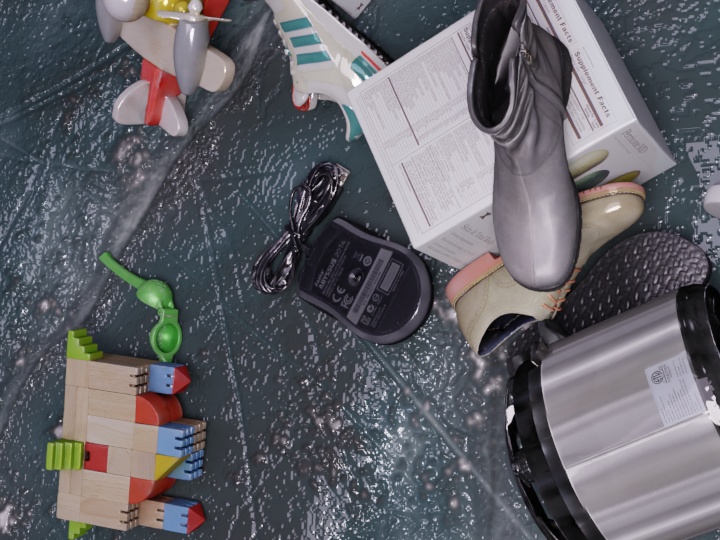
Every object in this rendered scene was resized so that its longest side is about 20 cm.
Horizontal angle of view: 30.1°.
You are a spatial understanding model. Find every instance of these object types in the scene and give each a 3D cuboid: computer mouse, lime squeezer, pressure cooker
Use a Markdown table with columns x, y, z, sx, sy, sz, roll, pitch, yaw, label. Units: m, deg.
| x | y | z | sx | sy | sz | roll | pitch | yaw | label |
| --- | --- | --- | --- | --- | --- | --- | --- | --- | --- |
| 0.000 | 0.000 | 1.203 | 0.199 | 0.053 | 0.139 | 35 | 95 | 39 | computer mouse |
| -0.206 | 0.056 | 1.299 | 0.070 | 0.038 | 0.202 | -29 | 69 | 19 | lime squeezer |
| 0.202 | 0.119 | 0.997 | 0.199 | 0.179 | 0.177 | -27 | 27 | 22 | pressure cooker |

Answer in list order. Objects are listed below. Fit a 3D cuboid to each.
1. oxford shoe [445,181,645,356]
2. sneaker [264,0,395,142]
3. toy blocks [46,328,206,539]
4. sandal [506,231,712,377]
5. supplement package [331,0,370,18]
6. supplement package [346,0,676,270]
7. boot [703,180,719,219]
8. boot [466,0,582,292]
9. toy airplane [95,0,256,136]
| x | y | z | sx | sy | sz | roll | pitch | yaw | label |
| --- | --- | --- | --- | --- | --- | --- | --- | --- | --- |
| 0.158 | 0.001 | 1.089 | 0.200 | 0.070 | 0.074 | -39 | 53 | 35 | oxford shoe |
| -0.050 | -0.203 | 1.240 | 0.200 | 0.070 | 0.094 | 42 | 102 | 11 | sneaker |
| -0.207 | 0.161 | 1.244 | 0.135 | 0.100 | 0.203 | 6 | 94 | 18 | toy blocks |
| 0.204 | 0.036 | 1.100 | 0.200 | 0.045 | 0.076 | -39 | 59 | 30 | sandal |
| -0.056 | -0.352 | 1.262 | 0.200 | 0.114 | 0.110 | 45 | 101 | 25 | supplement package |
| 0.126 | -0.116 | 1.101 | 0.199 | 0.151 | 0.152 | -30 | 70 | 18 | supplement package |
| 0.370 | -0.074 | 1.025 | 0.198 | 0.074 | 0.097 | 9 | 78 | 19 | boot |
| 0.108 | -0.089 | 0.948 | 0.069 | 0.131 | 0.203 | -7 | 82 | 21 | boot |
| -0.196 | -0.233 | 1.291 | 0.199 | 0.140 | 0.201 | -23 | 61 | 36 | toy airplane |
